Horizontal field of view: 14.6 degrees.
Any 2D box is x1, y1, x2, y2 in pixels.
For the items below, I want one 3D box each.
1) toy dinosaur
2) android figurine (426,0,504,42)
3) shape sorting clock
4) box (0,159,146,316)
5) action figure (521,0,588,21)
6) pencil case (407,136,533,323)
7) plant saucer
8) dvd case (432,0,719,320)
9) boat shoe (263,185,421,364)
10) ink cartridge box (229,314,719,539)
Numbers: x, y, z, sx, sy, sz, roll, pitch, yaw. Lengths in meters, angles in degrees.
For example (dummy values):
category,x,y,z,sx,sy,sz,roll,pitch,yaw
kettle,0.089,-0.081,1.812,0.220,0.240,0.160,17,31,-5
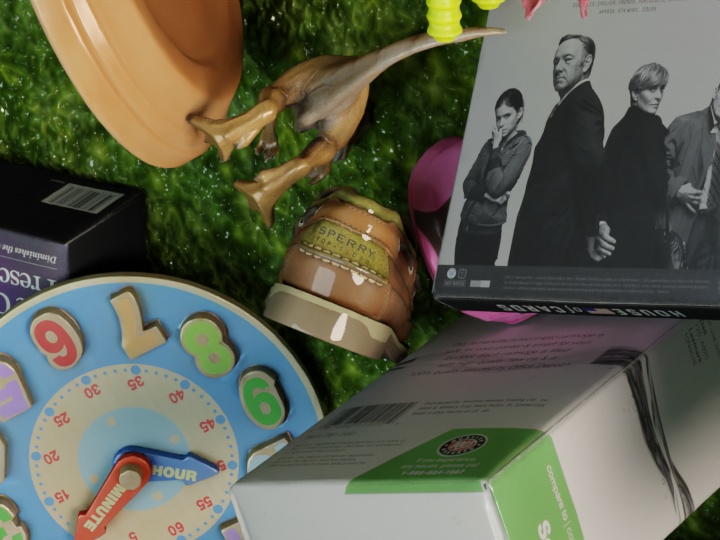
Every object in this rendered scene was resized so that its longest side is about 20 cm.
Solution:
category,x,y,z,sx,sy,sz,roll,pitch,yaw
toy dinosaur,-0.016,-0.077,1.239,0.060,0.106,0.200,51,168,-3
android figurine,0.035,-0.194,1.125,0.041,0.182,0.201,6,112,25
shape sorting clock,-0.115,0.096,1.417,0.199,0.039,0.201,-1,115,-1
box,-0.213,0.016,1.488,0.200,0.079,0.142,13,120,27
action figure,0.085,-0.195,1.094,0.149,0.134,0.201,26,109,29
pencil case,0.116,-0.025,1.203,0.200,0.091,0.094,-7,106,44
plant saucer,-0.102,-0.146,1.267,0.037,0.200,0.201,-19,98,18
dvd case,0.111,-0.080,1.147,0.150,0.025,0.201,2,74,39
boat shoe,0.000,0.000,1.277,0.072,0.200,0.068,22,90,-2
ink cartridge box,0.066,0.082,1.219,0.146,0.200,0.085,-5,110,42
